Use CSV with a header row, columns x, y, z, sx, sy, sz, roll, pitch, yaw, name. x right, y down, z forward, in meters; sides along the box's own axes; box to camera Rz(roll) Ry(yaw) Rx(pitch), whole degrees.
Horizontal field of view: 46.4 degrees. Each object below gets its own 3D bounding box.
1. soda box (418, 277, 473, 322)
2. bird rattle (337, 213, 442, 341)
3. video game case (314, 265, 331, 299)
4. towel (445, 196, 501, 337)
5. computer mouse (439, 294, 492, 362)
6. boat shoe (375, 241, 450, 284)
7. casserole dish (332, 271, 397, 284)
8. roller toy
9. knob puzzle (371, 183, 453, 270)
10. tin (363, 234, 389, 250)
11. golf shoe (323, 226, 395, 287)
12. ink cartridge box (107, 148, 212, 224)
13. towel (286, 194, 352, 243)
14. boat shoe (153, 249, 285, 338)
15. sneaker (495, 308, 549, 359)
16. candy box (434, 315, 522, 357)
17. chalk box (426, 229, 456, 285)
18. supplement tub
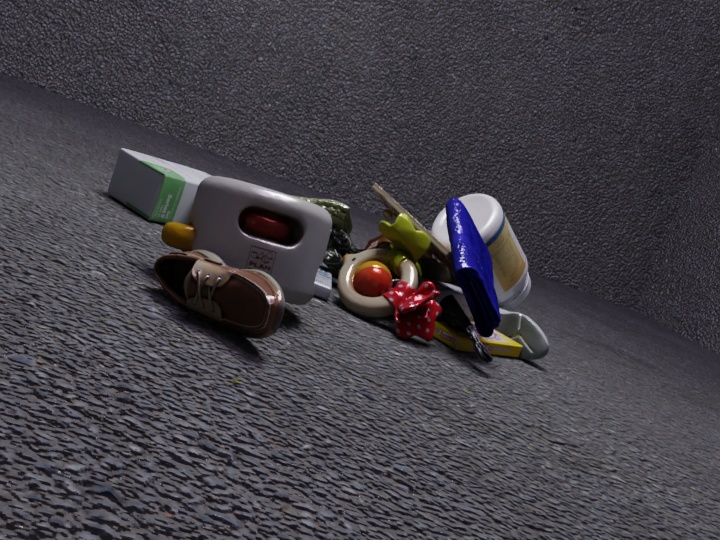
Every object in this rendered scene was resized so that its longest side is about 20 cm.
x,y,z,sx,sy,sz,roll,pitch,yaw,name
0.147,0.061,1.480,0.063,0.069,0.198,29,11,39,soda box
0.045,0.025,1.307,0.160,0.203,0.113,-7,-35,7,bird rattle
-0.141,-0.012,1.371,0.197,0.022,0.182,20,8,-5,video game case
0.183,-0.011,1.353,0.202,0.049,0.149,-91,159,-52,towel
0.160,0.093,1.302,0.059,0.034,0.200,55,5,-21,computer mouse
0.095,-0.005,1.487,0.068,0.072,0.199,44,10,37,boat shoe
0.010,0.011,1.560,0.120,0.039,0.199,16,11,-39,casserole dish
-0.137,-0.032,1.082,0.180,0.143,0.199,14,-2,30,roller toy
0.096,-0.055,1.435,0.219,0.031,0.220,44,1,-1,knob puzzle
0.067,-0.017,1.619,0.111,0.042,0.200,37,-19,-11,tin
0.000,0.000,1.433,0.200,0.077,0.088,45,-1,30,golf shoe
-0.315,-0.132,1.467,0.144,0.089,0.198,28,12,37,ink cartridge box
-0.111,-0.084,1.491,0.196,0.037,0.149,6,-31,2,towel
-0.160,0.025,0.922,0.071,0.077,0.198,7,7,-46,boat shoe
0.279,0.108,1.530,0.079,0.072,0.199,19,8,-36,sneaker
0.183,0.109,1.418,0.102,0.027,0.198,33,14,39,candy box
0.148,-0.018,1.755,0.123,0.127,0.198,13,3,-41,chalk box
0.233,-0.028,1.596,0.144,0.144,0.201,32,-20,53,supplement tub
